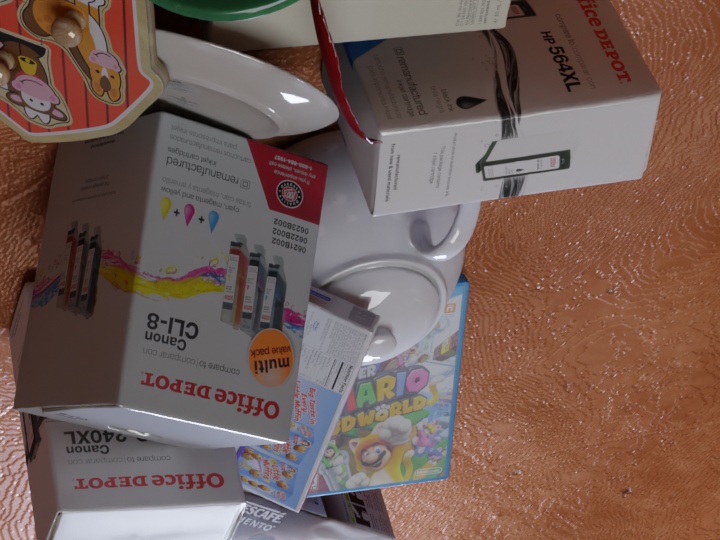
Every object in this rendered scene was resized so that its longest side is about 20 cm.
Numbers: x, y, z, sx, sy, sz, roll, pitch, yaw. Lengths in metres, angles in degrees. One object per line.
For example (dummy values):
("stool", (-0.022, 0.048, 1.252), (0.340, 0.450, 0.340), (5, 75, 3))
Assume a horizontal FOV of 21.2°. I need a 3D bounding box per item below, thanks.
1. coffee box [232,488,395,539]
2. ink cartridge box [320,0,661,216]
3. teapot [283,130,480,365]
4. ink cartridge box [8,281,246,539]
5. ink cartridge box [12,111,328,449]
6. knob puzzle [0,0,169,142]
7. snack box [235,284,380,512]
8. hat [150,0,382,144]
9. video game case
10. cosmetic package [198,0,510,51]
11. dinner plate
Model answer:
("coffee box", (-0.083, 0.215, 1.703), (0.200, 0.080, 0.113), (25, 125, -41))
("ink cartridge box", (0.087, -0.127, 1.322), (0.199, 0.146, 0.085), (-9, 138, -13))
("teapot", (0.000, 0.000, 1.435), (0.196, 0.147, 0.200), (-17, 140, -2))
("ink cartridge box", (-0.177, 0.112, 1.444), (0.144, 0.201, 0.084), (0, 145, -22))
("ink cartridge box", (-0.130, 0.013, 1.322), (0.145, 0.201, 0.144), (16, 167, -37))
("knob puzzle", (-0.212, -0.142, 1.188), (0.219, 0.031, 0.220), (18, 144, 13))
("snack box", (-0.048, 0.095, 1.421), (0.072, 0.024, 0.201), (24, 129, 2))
("hat", (-0.065, -0.198, 1.139), (0.165, 0.201, 0.176), (6, 172, 7))
("video game case", (0.014, 0.098, 1.610), (0.142, 0.018, 0.201), (-5, 121, -16))
("cosmetic package", (-0.009, -0.204, 1.228), (0.199, 0.104, 0.073), (-7, 138, -16))
("dinner plate", (-0.112, -0.117, 1.251), (0.199, 0.024, 0.200), (13, 170, 2))
